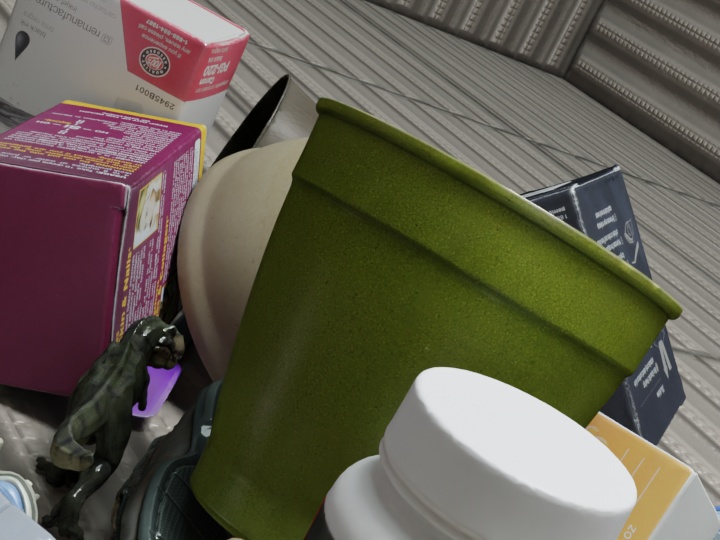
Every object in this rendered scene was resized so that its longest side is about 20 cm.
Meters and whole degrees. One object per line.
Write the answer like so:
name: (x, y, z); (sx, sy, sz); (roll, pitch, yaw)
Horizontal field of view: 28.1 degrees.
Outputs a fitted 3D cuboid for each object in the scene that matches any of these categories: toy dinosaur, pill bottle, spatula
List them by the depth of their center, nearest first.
pill bottle: (0.020, 0.147, 0.573); (0.113, 0.201, 0.114); (24, 16, -8)
toy dinosaur: (-0.135, 0.084, 0.723); (0.047, 0.089, 0.200); (25, 17, -4)
spatula: (-0.131, 0.052, 0.944); (0.056, 0.021, 0.200); (17, 14, 6)

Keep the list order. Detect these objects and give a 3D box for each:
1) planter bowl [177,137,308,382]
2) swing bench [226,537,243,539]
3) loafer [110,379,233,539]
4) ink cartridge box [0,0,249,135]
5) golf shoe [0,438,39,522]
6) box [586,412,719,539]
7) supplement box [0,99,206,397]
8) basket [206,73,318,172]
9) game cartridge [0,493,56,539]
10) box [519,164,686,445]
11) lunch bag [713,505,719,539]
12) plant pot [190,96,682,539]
planter bowl: (0.000, 0.000, 0.926); (0.200, 0.134, 0.202); (26, 56, -45)
swing bench: (-0.026, 0.213, 0.431); (0.198, 0.131, 0.200); (31, 17, 12)
loafer: (-0.094, 0.125, 0.745); (0.072, 0.063, 0.200); (56, 16, -12)
ink cartridge box: (-0.188, -0.107, 1.018); (0.145, 0.201, 0.085); (29, 22, 8)
golf shoe: (-0.236, 0.074, 0.629); (0.199, 0.079, 0.097); (32, 23, 21)
box: (0.075, 0.123, 0.786); (0.199, 0.125, 0.098); (30, -11, 33)
supplement box: (-0.169, -0.019, 0.879); (0.102, 0.132, 0.200); (10, 15, 3)
basket: (-0.027, -0.019, 1.105); (0.199, 0.181, 0.136); (34, 18, -15)
game cartridge: (-0.221, 0.100, 0.544); (0.199, 0.042, 0.133); (33, 40, 18)
box: (0.154, 0.038, 1.086); (0.196, 0.116, 0.202); (-21, 94, -68)
lunch bag: (0.294, 0.235, 0.921); (0.199, 0.083, 0.161); (33, 8, 22)
plant pot: (0.019, 0.053, 0.688); (0.199, 0.194, 0.200); (30, 0, 0)
